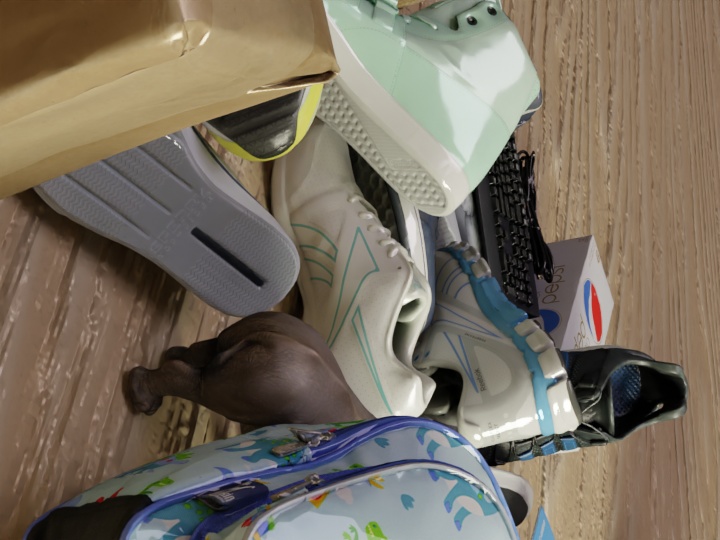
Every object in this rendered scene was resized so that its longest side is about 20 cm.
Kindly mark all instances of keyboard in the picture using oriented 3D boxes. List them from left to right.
[{"bbox_3d":[0.109,-0.062,1.091,0.127,0.020,0.202,29,52,-60],"label":"keyboard"}]

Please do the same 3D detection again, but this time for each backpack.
[{"bbox_3d":[-0.010,0.150,0.589,0.199,0.146,0.185,-17,93,-46],"label":"backpack"}]

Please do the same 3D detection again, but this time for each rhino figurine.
[{"bbox_3d":[-0.022,0.090,0.731,0.200,0.087,0.060,53,33,-40],"label":"rhino figurine"}]

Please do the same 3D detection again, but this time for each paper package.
[{"bbox_3d":[-0.123,-0.136,0.516,0.103,0.189,0.202,4,72,-65],"label":"paper package"}]

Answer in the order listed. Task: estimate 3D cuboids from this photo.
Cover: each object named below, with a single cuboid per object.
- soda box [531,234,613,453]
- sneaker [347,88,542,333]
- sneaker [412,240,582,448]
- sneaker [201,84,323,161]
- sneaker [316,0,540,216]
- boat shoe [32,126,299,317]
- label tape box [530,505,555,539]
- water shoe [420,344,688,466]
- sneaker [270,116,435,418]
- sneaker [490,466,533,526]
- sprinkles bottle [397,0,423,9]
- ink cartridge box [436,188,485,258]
[{"bbox_3d":[0.141,0.054,1.132,0.200,0.063,0.069,-62,136,-55],"label":"soda box"},{"bbox_3d":[0.054,-0.061,0.929,0.145,0.077,0.205,-4,81,-34],"label":"sneaker"},{"bbox_3d":[0.055,0.046,0.918,0.200,0.086,0.076,-128,-161,-63],"label":"sneaker"},{"bbox_3d":[-0.057,-0.110,0.743,0.201,0.077,0.091,-110,-179,-47],"label":"sneaker"},{"bbox_3d":[0.013,-0.140,0.848,0.201,0.074,0.118,46,65,-8],"label":"sneaker"},{"bbox_3d":[-0.103,-0.048,0.680,0.200,0.072,0.062,48,-1,-42],"label":"boat shoe"},{"bbox_3d":[0.094,0.264,0.889,0.144,0.065,0.202,-60,135,-57],"label":"label tape box"},{"bbox_3d":[0.126,0.084,0.975,0.198,0.079,0.072,-13,96,-32],"label":"water shoe"},{"bbox_3d":[0.000,0.000,0.843,0.070,0.080,0.203,28,49,-57],"label":"sneaker"},{"bbox_3d":[0.051,0.162,0.885,0.200,0.070,0.100,33,59,-63],"label":"sneaker"},{"bbox_3d":[0.050,-0.203,0.921,0.068,0.198,0.069,42,39,-49],"label":"sprinkles bottle"},{"bbox_3d":[0.077,-0.053,1.088,0.201,0.040,0.200,65,26,-23],"label":"ink cartridge box"}]
